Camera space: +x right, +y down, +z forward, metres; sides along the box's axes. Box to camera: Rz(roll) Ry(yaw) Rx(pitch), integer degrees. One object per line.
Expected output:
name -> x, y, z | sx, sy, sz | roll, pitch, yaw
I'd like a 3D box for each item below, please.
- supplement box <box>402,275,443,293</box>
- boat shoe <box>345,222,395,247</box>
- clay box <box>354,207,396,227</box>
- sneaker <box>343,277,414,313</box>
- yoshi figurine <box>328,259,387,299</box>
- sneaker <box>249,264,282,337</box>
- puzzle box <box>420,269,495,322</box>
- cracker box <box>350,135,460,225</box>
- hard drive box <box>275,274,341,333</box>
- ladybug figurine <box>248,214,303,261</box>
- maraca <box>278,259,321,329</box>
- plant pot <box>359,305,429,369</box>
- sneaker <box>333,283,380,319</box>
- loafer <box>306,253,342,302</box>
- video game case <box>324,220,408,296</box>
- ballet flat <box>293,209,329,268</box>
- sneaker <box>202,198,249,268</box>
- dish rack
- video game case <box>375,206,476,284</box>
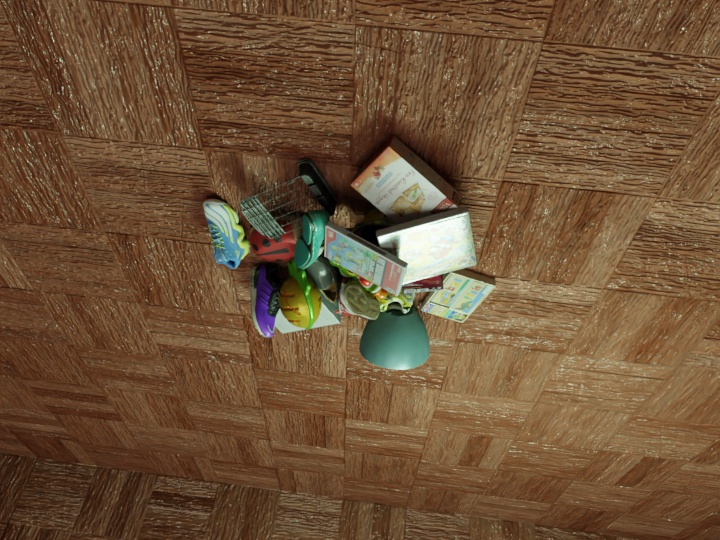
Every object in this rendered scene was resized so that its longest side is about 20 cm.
supplement box -> 0.145, -0.007, 1.505 | 0.108, 0.061, 0.200 | -5, 156, 11
boat shoe -> 0.013, -0.076, 1.391 | 0.201, 0.072, 0.060 | 3, 154, 25
clay box -> 0.096, -0.106, 1.444 | 0.199, 0.048, 0.115 | -10, 136, 25
sneaker -> 0.047, 0.066, 1.652 | 0.199, 0.077, 0.076 | 6, 144, 5
yoshi figurine -> 0.002, -0.013, 1.554 | 0.200, 0.113, 0.112 | 32, 167, -31
sneaker -> -0.239, 0.076, 1.636 | 0.099, 0.201, 0.070 | -12, 167, 16
puzzle box -> 0.262, 0.067, 1.653 | 0.133, 0.025, 0.200 | 17, 142, -9
cracker box -> 0.097, -0.173, 1.308 | 0.200, 0.058, 0.134 | 38, 129, -15
hard drive box -> -0.173, 0.096, 1.733 | 0.199, 0.077, 0.156 | -12, 138, 24
ladybug figurine -> -0.196, -0.074, 1.523 | 0.199, 0.072, 0.136 | -12, 138, 24
maraca -> -0.155, 0.063, 1.558 | 0.107, 0.137, 0.201 | -22, 135, -27
plant pot -> 0.099, 0.165, 1.702 | 0.199, 0.200, 0.135 | 5, 114, 5
sneaker -> -0.036, 0.076, 1.566 | 0.112, 0.071, 0.200 | 10, 166, 28
loafer -> -0.093, 0.017, 1.587 | 0.073, 0.073, 0.200 | -12, 151, 16
video game case -> 0.008, -0.024, 1.368 | 0.200, 0.017, 0.143 | 29, 154, 11
ballet flat -> -0.106, -0.071, 1.418 | 0.070, 0.067, 0.200 | -17, 153, -25
sneaker -> -0.337, -0.082, 1.513 | 0.075, 0.105, 0.200 | -7, 140, 19
dish rack -> -0.167, -0.154, 1.401 | 0.199, 0.055, 0.154 | -20, 134, 16
video game case -> 0.149, -0.048, 1.343 | 0.199, 0.023, 0.182 | -15, 140, 6
